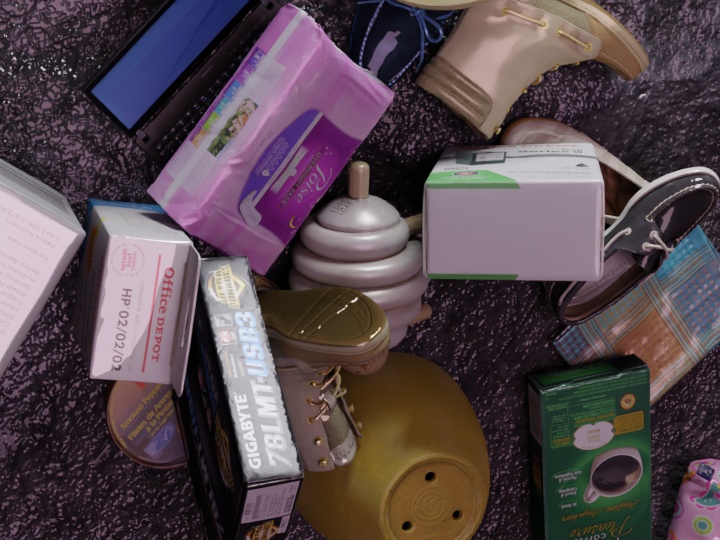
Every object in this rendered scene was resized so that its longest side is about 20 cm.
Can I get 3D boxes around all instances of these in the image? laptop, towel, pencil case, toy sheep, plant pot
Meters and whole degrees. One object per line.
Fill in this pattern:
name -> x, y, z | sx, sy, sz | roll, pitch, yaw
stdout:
laptop -> -0.105, -0.149, 1.012 | 0.177, 0.103, 0.200 | -47, 113, -3
towel -> 0.304, 0.054, 1.249 | 0.200, 0.022, 0.147 | -42, 112, -5
pencil case -> 0.371, 0.303, 1.299 | 0.087, 0.087, 0.202 | 9, 101, -21
toy sheep -> 0.000, 0.000, 1.074 | 0.137, 0.138, 0.202 | -9, 109, -17
plant pot -> 0.043, 0.192, 1.125 | 0.198, 0.142, 0.202 | -5, 105, -19

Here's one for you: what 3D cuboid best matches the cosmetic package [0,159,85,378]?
cosmetic package -> -0.338, 0.001, 0.933 | 0.164, 0.165, 0.201 | 31, 90, -23

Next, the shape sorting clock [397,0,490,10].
shape sorting clock -> 0.085, -0.305, 1.012 | 0.200, 0.200, 0.039 | -45, 149, -4

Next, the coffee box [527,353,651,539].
coffee box -> 0.234, 0.193, 1.235 | 0.122, 0.044, 0.202 | -11, 110, -11

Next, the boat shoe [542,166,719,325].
boat shoe -> 0.260, -0.020, 1.150 | 0.199, 0.061, 0.074 | -35, 126, 21

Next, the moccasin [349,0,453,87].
moccasin -> 0.051, -0.251, 1.060 | 0.080, 0.068, 0.201 | 24, 94, -23

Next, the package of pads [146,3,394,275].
package of pads -> -0.071, -0.106, 1.008 | 0.201, 0.076, 0.120 | -54, 138, 4

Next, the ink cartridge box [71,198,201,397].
ink cartridge box -> -0.184, 0.017, 0.972 | 0.067, 0.200, 0.116 | 6, 101, -20

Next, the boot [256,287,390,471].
boot -> -0.030, 0.096, 1.016 | 0.072, 0.199, 0.156 | -38, 116, -36

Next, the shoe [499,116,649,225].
shoe -> 0.223, -0.090, 1.168 | 0.199, 0.053, 0.070 | 25, 94, -23

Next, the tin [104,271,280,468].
tin -> -0.146, 0.085, 1.090 | 0.200, 0.042, 0.112 | -49, 117, -3

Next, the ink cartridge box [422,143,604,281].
ink cartridge box -> 0.133, -0.055, 1.047 | 0.145, 0.200, 0.085 | 0, 104, 8

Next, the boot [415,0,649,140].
boot -> 0.159, -0.185, 1.114 | 0.199, 0.073, 0.156 | 27, 98, -31

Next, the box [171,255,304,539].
box -> -0.101, 0.127, 0.948 | 0.049, 0.201, 0.199 | -5, 144, -19
